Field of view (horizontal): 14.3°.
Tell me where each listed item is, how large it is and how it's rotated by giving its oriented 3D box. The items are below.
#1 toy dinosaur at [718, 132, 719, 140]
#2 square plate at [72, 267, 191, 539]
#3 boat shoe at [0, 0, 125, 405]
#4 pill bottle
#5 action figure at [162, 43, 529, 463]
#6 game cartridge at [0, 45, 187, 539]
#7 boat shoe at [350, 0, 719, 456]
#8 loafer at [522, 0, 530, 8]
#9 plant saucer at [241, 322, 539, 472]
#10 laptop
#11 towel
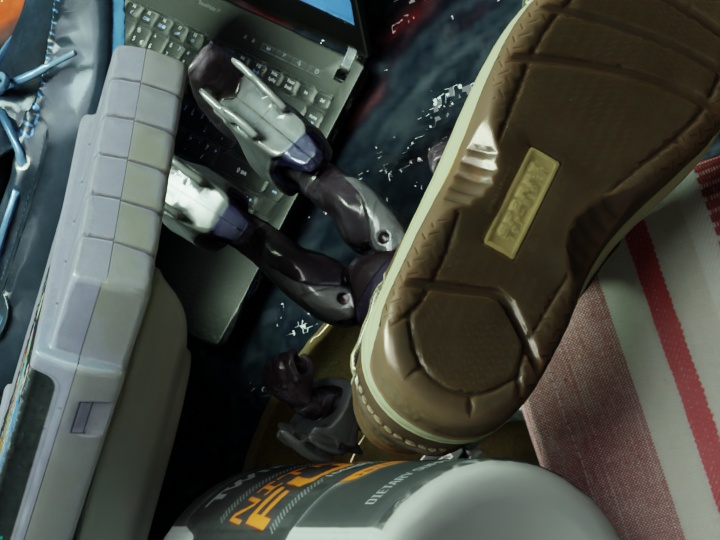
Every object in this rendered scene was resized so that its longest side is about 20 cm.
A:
[{"bbox_3d":[0.209,-0.053,0.900,0.200,0.060,0.106,-6,70,13],"label":"toy dinosaur"},{"bbox_3d":[-0.098,0.098,1.051,0.028,0.200,0.198,15,87,-7],"label":"square plate"},{"bbox_3d":[-0.130,-0.043,1.097,0.084,0.069,0.200,164,112,-77],"label":"boat shoe"},{"bbox_3d":[-0.004,0.115,0.930,0.200,0.106,0.106,-9,68,61],"label":"pill bottle"},{"bbox_3d":[0.000,0.000,1.008,0.200,0.069,0.130,36,78,27],"label":"action figure"},{"bbox_3d":[-0.102,0.039,0.969,0.130,0.038,0.200,-79,8,-52],"label":"game cartridge"},{"bbox_3d":[0.054,-0.026,0.916,0.075,0.075,0.202,37,63,1],"label":"boat shoe"},{"bbox_3d":[0.125,-0.158,1.023,0.200,0.070,0.075,-46,55,14],"label":"loafer"},{"bbox_3d":[0.045,0.090,1.021,0.200,0.035,0.200,-12,68,31],"label":"plant saucer"},{"bbox_3d":[-0.094,-0.101,1.137,0.177,0.103,0.200,28,91,38],"label":"laptop"},{"bbox_3d":[0.150,0.022,0.932,0.200,0.023,0.144,-18,66,3],"label":"towel"}]
